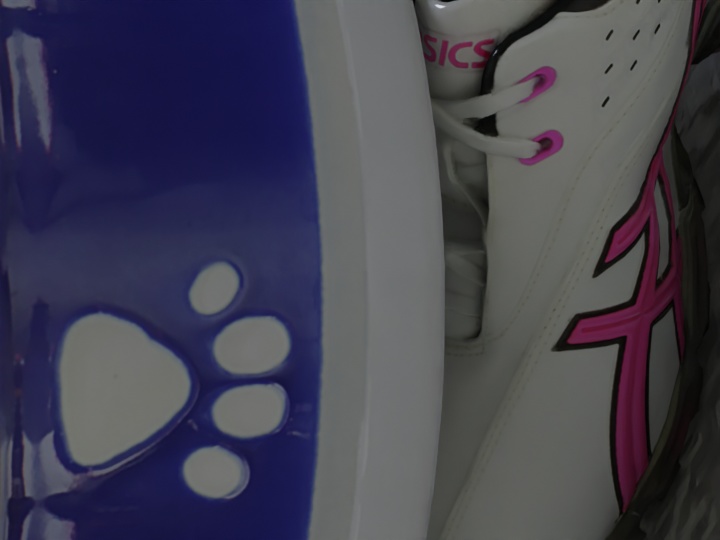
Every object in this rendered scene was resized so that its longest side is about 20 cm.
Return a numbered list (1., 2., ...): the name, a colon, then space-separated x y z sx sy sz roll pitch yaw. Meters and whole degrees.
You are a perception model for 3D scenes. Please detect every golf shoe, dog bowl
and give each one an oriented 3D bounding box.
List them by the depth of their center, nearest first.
1. golf shoe: 0.026 -0.025 0.496 0.073 0.092 0.200 18 93 36
2. dog bowl: -0.057 -0.002 0.523 0.200 0.079 0.200 178 90 -69
